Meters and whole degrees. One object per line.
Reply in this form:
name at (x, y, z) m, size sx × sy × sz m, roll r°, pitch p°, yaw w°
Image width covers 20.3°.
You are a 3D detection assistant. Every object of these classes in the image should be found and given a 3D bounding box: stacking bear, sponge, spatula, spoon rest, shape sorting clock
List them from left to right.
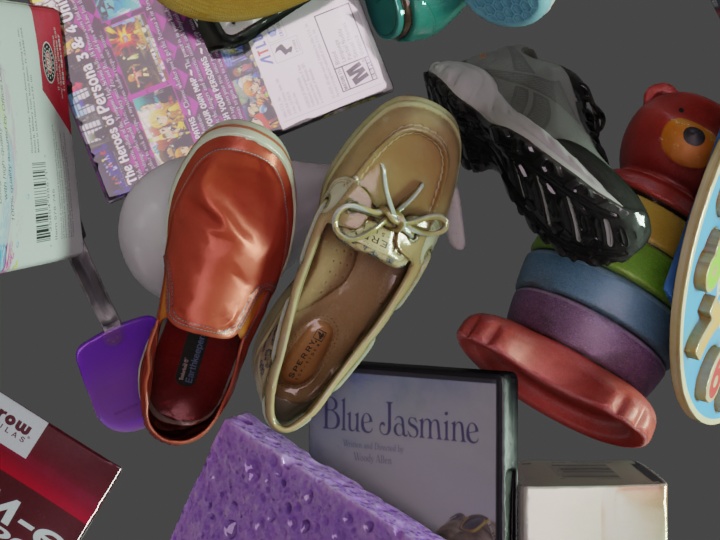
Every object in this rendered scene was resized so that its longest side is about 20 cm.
spatula at (-0.161, -0.001, 1.171) m, size 0.056 × 0.021 × 0.201 m, roll -24°, pitch 92°, yaw -14°
spoon rest at (-0.041, -0.028, 1.160) m, size 0.199 × 0.061 × 0.100 m, roll -7°, pitch 119°, yaw 2°
sponge at (-0.015, 0.177, 1.131) m, size 0.199 × 0.030 × 0.112 m, roll 30°, pitch 106°, yaw 21°
stacking bear at (0.156, -0.012, 1.150) m, size 0.121 × 0.114 × 0.201 m, roll 28°, pitch 79°, yaw 12°
shape sorting clock at (0.221, -0.011, 1.120) m, size 0.039 × 0.200 × 0.201 m, roll 12°, pitch 92°, yaw 28°

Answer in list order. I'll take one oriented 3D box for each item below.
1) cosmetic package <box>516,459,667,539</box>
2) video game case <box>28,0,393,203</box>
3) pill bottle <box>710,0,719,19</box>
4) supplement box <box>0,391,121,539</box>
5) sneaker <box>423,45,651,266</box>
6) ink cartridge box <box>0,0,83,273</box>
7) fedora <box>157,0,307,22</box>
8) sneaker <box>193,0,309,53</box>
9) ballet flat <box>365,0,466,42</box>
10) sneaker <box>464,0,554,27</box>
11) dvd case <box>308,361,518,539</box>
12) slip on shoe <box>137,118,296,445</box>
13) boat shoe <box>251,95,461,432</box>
cosmetic package at (0.129, 0.215, 1.160) m, size 0.087 × 0.103 × 0.202 m, roll 0°, pitch 94°, yaw -3°
video game case at (-0.099, -0.164, 1.161) m, size 0.180 × 0.036 × 0.201 m, roll -22°, pitch 94°, yaw -3°
pill bottle at (0.221, -0.243, 1.137) m, size 0.119 × 0.120 × 0.201 m, roll -28°, pitch 94°, yaw -2°
supplement box at (-0.231, 0.170, 1.116) m, size 0.108 × 0.061 × 0.201 m, roll 32°, pitch 63°, yaw -5°
sneaker at (0.107, -0.074, 1.110) m, size 0.079 × 0.200 × 0.074 m, roll -26°, pitch 129°, yaw -11°
ink cartridge box at (-0.252, -0.066, 1.059) m, size 0.144 × 0.200 × 0.146 m, roll -4°, pitch 93°, yaw 12°
fedora at (-0.044, -0.217, 1.025) m, size 0.200 × 0.201 × 0.082 m, roll -33°, pitch 65°, yaw -2°
sneaker at (-0.107, -0.179, 1.103) m, size 0.199 × 0.076 × 0.116 m, roll 0°, pitch 90°, yaw -7°
ballet flat at (0.014, -0.232, 1.159) m, size 0.070 × 0.067 × 0.201 m, roll -21°, pitch 94°, yaw -27°
sneaker at (0.074, -0.251, 1.126) m, size 0.131 × 0.079 × 0.201 m, roll -45°, pitch 117°, yaw -37°
dvd case at (0.028, 0.154, 1.149) m, size 0.142 × 0.017 × 0.202 m, roll 2°, pitch 93°, yaw 39°
slip on shoe at (-0.081, 0.011, 1.112) m, size 0.074 × 0.061 × 0.201 m, roll 14°, pitch 116°, yaw -8°
boat shoe at (0.000, 0.000, 1.105) m, size 0.073 × 0.063 × 0.201 m, roll 21°, pitch 112°, yaw -10°
